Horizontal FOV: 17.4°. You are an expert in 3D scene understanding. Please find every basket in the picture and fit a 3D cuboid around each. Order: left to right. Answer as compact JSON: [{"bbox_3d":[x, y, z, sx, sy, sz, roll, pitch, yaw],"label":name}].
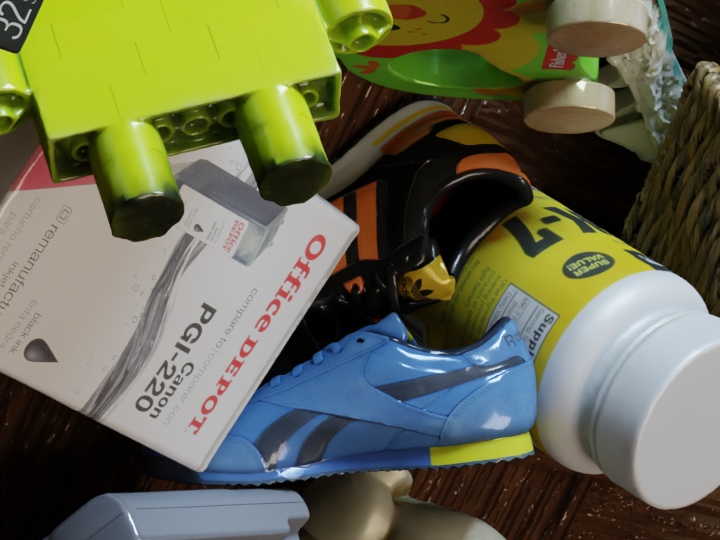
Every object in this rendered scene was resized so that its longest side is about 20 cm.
[{"bbox_3d":[0.237,-0.003,1.265,0.148,0.143,0.201,-3,138,-22],"label":"basket"}]

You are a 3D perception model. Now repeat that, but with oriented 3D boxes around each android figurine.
[{"bbox_3d":[-0.083,-0.108,0.956,0.181,0.201,0.041,-13,150,-10],"label":"android figurine"}]

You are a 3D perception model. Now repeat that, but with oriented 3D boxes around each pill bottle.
[{"bbox_3d":[0.109,0.035,1.214,0.114,0.200,0.115,-22,128,-31],"label":"pill bottle"}]

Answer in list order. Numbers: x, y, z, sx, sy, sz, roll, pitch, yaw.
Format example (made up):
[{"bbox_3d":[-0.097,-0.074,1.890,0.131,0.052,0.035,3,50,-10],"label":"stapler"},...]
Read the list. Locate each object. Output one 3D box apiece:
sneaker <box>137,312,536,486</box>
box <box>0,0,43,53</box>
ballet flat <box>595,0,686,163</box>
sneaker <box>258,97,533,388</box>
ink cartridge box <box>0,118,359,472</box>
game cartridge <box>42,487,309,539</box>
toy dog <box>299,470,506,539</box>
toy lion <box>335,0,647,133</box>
[{"bbox_3d":[-0.013,0.063,1.154,0.198,0.066,0.079,-7,93,4],"label":"sneaker"},{"bbox_3d":[-0.168,-0.209,0.864,0.148,0.124,0.201,16,104,-47],"label":"box"},{"bbox_3d":[0.147,-0.108,1.276,0.072,0.072,0.200,-45,140,-12],"label":"ballet flat"},{"bbox_3d":[0.000,0.000,1.174,0.200,0.090,0.070,-44,137,-13],"label":"sneaker"},{"bbox_3d":[-0.114,-0.013,1.065,0.146,0.085,0.200,-57,140,0],"label":"ink cartridge box"},{"bbox_3d":[-0.127,0.172,1.145,0.133,0.041,0.200,-1,142,-47],"label":"game cartridge"},{"bbox_3d":[-0.012,0.207,1.224,0.201,0.193,0.140,-54,151,-12],"label":"toy dog"},{"bbox_3d":[0.033,-0.124,1.095,0.200,0.190,0.069,91,2,-77],"label":"toy lion"}]
